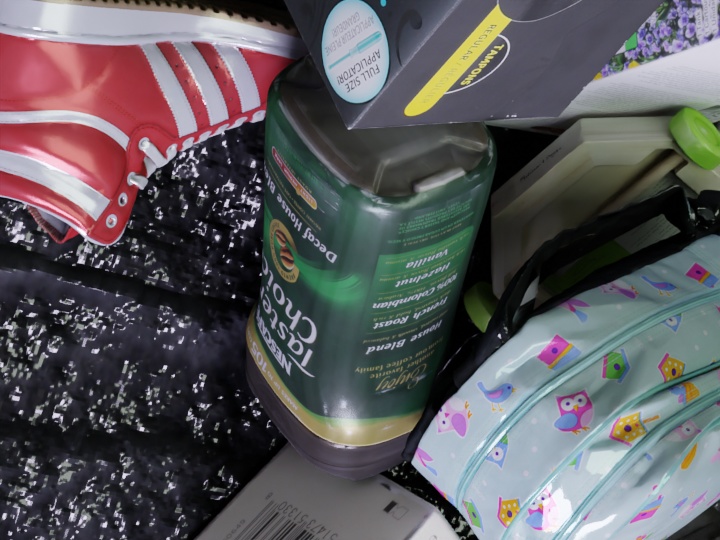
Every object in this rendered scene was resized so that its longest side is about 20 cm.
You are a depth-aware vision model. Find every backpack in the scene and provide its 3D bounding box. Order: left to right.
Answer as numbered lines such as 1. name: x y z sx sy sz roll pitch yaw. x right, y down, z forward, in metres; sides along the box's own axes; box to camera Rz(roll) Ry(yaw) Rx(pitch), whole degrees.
1. backpack: 0.117 0.062 1.199 0.200 0.126 0.167 -19 144 -53

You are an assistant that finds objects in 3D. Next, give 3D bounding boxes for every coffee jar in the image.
1. coffee jar: 0.000 0.000 1.181 0.085 0.104 0.201 -22 142 -25

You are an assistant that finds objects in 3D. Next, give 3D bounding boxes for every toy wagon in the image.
1. toy wagon: 0.156 0.009 1.314 0.200 0.040 0.155 38 117 -24

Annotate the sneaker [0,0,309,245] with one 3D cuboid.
1. sneaker: -0.085 -0.066 1.164 0.199 0.071 0.113 3 102 -33

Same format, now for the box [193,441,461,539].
1. box: 0.015 0.196 1.272 0.109 0.128 0.200 -45 123 -15

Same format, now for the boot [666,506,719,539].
1. boot: 0.148 0.204 1.364 0.068 0.130 0.200 42 79 -35

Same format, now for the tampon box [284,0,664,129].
1. tampon box: 0.036 -0.183 1.090 0.126 0.201 0.150 -6 149 -40

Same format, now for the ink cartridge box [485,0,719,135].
1. ink cartridge box: 0.154 -0.107 1.255 0.109 0.200 0.051 6 77 -36
